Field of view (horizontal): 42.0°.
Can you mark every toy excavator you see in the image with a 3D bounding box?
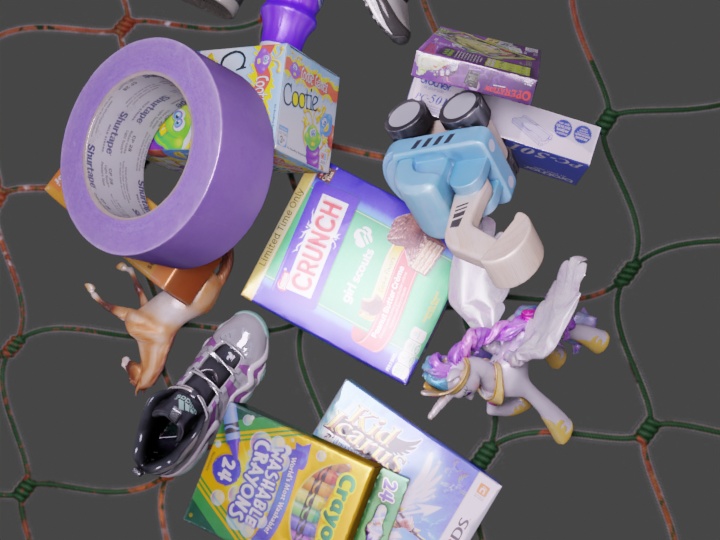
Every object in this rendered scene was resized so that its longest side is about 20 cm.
[{"bbox_3d":[0.095,-0.066,0.879,0.191,0.100,0.202,-4,49,36],"label":"toy excavator"}]

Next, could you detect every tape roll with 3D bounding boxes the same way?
[{"bbox_3d":[-0.184,-0.108,0.887,0.196,0.085,0.205,-5,79,28],"label":"tape roll"}]

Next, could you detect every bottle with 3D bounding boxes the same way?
[{"bbox_3d":[-0.067,-0.326,1.035,0.064,0.084,0.204,13,84,6],"label":"bottle"}]

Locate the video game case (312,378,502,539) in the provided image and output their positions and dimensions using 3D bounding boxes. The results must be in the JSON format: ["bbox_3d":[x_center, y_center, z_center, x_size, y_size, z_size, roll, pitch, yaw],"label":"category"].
[{"bbox_3d":[0.020,0.245,0.982,0.198,0.045,0.183,32,86,8],"label":"video game case"}]

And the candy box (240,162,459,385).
[{"bbox_3d":[0.000,0.000,0.995,0.197,0.077,0.172,27,84,8],"label":"candy box"}]

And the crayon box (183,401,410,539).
[{"bbox_3d":[-0.064,0.229,0.943,0.197,0.052,0.128,21,85,14],"label":"crayon box"}]

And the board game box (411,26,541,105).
[{"bbox_3d":[0.123,-0.212,0.954,0.118,0.200,0.033,19,113,5],"label":"board game box"}]

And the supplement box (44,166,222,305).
[{"bbox_3d":[-0.242,-0.049,0.993,0.199,0.069,0.067,35,86,25],"label":"supplement box"}]

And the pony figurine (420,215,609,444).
[{"bbox_3d":[0.156,0.068,0.917,0.166,0.198,0.196,28,97,51],"label":"pony figurine"}]

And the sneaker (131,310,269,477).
[{"bbox_3d":[-0.165,0.129,0.962,0.077,0.140,0.202,30,87,8],"label":"sneaker"}]

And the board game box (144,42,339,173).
[{"bbox_3d":[-0.135,-0.162,0.975,0.196,0.104,0.105,3,83,31],"label":"board game box"}]

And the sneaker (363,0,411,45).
[{"bbox_3d":[0.036,-0.349,1.026,0.078,0.074,0.205,-9,82,22],"label":"sneaker"}]

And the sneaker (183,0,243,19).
[{"bbox_3d":[-0.207,-0.376,1.065,0.197,0.075,0.108,27,81,-2],"label":"sneaker"}]

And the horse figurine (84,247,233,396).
[{"bbox_3d":[-0.208,0.022,1.025,0.199,0.050,0.133,-39,74,3],"label":"horse figurine"}]

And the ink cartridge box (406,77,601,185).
[{"bbox_3d":[0.146,-0.149,0.992,0.196,0.094,0.045,18,84,6],"label":"ink cartridge box"}]
